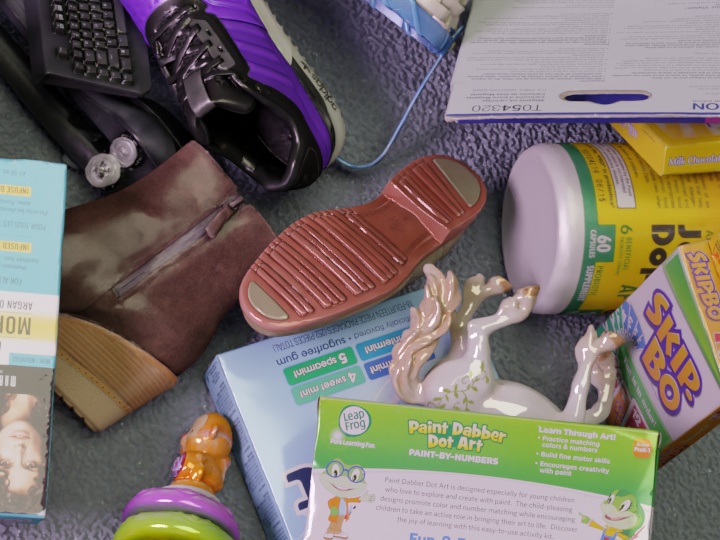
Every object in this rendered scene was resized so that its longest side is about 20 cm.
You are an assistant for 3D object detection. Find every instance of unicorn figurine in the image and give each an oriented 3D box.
[{"bbox_3d":[0.106,0.089,1.193,0.199,0.074,0.138,27,77,10],"label":"unicorn figurine"}]

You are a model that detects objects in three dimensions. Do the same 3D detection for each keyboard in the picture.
[{"bbox_3d":[-0.200,-0.193,1.248,0.127,0.021,0.201,6,49,-23],"label":"keyboard"}]

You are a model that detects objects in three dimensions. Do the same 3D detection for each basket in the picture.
[{"bbox_3d":[-0.012,-0.191,1.286,0.176,0.139,0.200,34,98,0],"label":"basket"}]

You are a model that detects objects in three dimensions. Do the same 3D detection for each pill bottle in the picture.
[{"bbox_3d":[0.203,-0.027,1.286,0.199,0.113,0.113,0,69,-17],"label":"pill bottle"}]

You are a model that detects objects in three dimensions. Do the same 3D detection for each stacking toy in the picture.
[{"bbox_3d":[-0.105,0.166,1.137,0.109,0.116,0.201,18,54,-11],"label":"stacking toy"}]

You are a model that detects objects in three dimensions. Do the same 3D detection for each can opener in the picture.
[{"bbox_3d":[-0.184,-0.108,1.245,0.200,0.079,0.063,43,103,7],"label":"can opener"}]

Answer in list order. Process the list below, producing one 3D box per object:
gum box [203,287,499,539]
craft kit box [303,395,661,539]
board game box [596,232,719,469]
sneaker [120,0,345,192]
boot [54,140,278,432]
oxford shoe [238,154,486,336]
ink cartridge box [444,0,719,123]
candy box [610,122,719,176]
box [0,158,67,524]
[{"bbox_3d":[0.019,0.123,1.211,0.169,0.045,0.201,-17,76,-22],"label":"gum box"},{"bbox_3d":[0.063,0.179,1.117,0.199,0.049,0.199,6,82,9],"label":"craft kit box"},{"bbox_3d":[0.189,0.056,1.200,0.030,0.200,0.096,-10,72,-19],"label":"board game box"},{"bbox_3d":[-0.090,-0.129,1.218,0.200,0.069,0.100,48,30,-9],"label":"sneaker"},{"bbox_3d":[-0.162,-0.022,1.188,0.166,0.072,0.200,-45,101,-12],"label":"boot"},{"bbox_3d":[0.000,0.000,1.220,0.200,0.074,0.071,-28,66,-37],"label":"oxford shoe"},{"bbox_3d":[0.161,-0.129,1.254,0.195,0.043,0.200,1,34,11],"label":"ink cartridge box"},{"bbox_3d":[0.203,-0.119,1.306,0.102,0.027,0.200,-7,32,-17],"label":"candy box"},{"bbox_3d":[-0.212,0.039,1.101,0.082,0.049,0.201,4,78,-14],"label":"box"}]
